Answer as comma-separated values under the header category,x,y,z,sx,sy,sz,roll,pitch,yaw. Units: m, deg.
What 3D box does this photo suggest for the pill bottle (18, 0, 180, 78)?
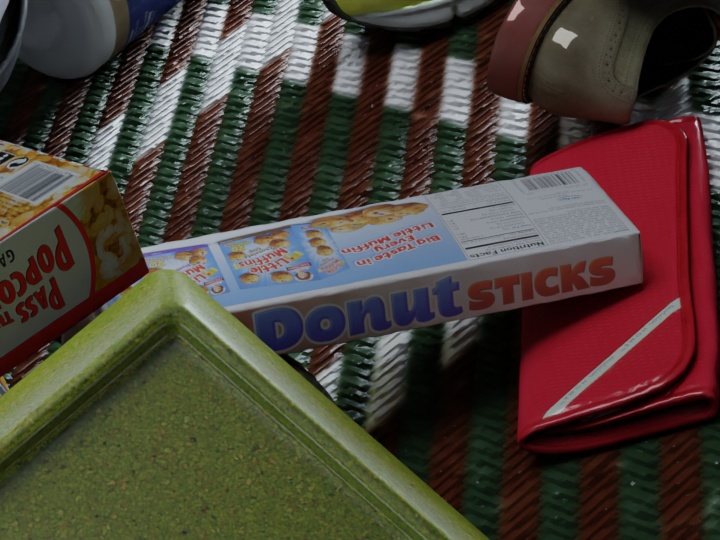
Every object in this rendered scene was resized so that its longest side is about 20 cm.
category,x,y,z,sx,sy,sz,roll,pitch,yaw
pill bottle,-0.114,-0.200,1.400,0.111,0.111,0.200,9,43,45

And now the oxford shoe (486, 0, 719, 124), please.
category,x,y,z,sx,sy,sz,roll,pitch,yaw
oxford shoe,0.132,-0.118,1.146,0.075,0.071,0.200,27,47,19

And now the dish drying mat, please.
category,x,y,z,sx,sy,sz,roll,pitch,yaw
dish drying mat,0.097,0.000,1.005,0.076,0.018,0.200,-17,30,15

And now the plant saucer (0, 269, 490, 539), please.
category,x,y,z,sx,sy,sz,roll,pitch,yaw
plant saucer,-0.059,0.104,0.809,0.199,0.048,0.200,40,62,18

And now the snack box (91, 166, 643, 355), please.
category,x,y,z,sx,sy,sz,roll,pitch,yaw
snack box,0.000,0.000,0.979,0.199,0.024,0.072,-11,25,-10

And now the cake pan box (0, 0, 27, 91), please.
category,x,y,z,sx,sy,sz,roll,pitch,yaw
cake pan box,-0.252,-0.144,1.231,0.052,0.199,0.185,123,165,-59

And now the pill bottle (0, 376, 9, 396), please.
category,x,y,z,sx,sy,sz,roll,pitch,yaw
pill bottle,-0.163,0.099,0.939,0.116,0.117,0.200,-28,29,-6

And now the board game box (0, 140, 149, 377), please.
category,x,y,z,sx,sy,sz,roll,pitch,yaw
board game box,-0.198,0.019,0.926,0.200,0.047,0.151,-36,32,-28

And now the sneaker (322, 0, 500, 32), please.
category,x,y,z,sx,sy,sz,roll,pitch,yaw
sneaker,0.063,-0.188,1.268,0.199,0.091,0.078,-30,31,-6

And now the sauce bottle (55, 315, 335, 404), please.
category,x,y,z,sx,sy,sz,roll,pitch,yaw
sauce bottle,-0.077,0.036,1.032,0.065,0.065,0.200,-33,30,-14
